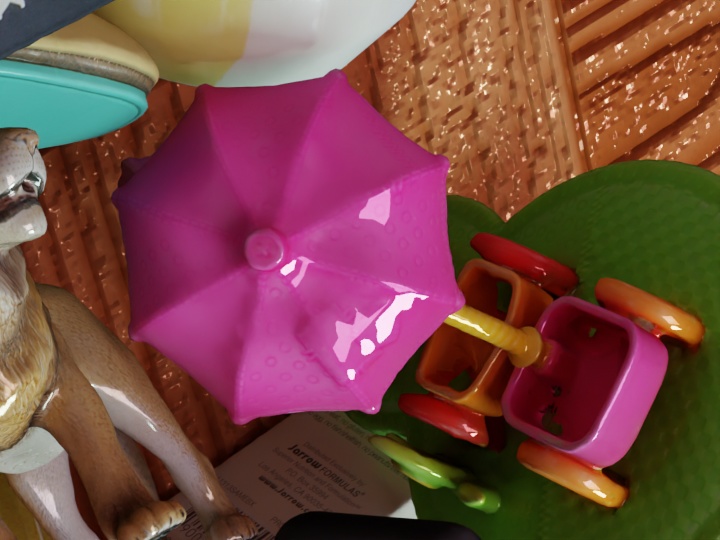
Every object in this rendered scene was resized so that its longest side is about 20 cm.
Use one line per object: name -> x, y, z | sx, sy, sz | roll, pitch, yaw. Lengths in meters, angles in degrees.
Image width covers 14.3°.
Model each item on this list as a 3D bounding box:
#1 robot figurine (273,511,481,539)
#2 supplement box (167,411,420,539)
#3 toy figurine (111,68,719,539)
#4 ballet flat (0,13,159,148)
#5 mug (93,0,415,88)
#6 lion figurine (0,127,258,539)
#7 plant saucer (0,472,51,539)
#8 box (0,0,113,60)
robot figurine -> 0.013, 0.170, 0.804 | 0.150, 0.125, 0.200 | -15, 105, -10
supplement box -> 0.026, 0.097, 0.983 | 0.200, 0.073, 0.126 | -34, 129, -23
toy figurine -> 0.000, 0.000, 0.831 | 0.184, 0.200, 0.150 | 27, 88, -43
ballet flat -> -0.138, -0.060, 0.704 | 0.200, 0.069, 0.063 | -7, 76, -40
mug -> -0.050, -0.137, 0.785 | 0.186, 0.150, 0.153 | 6, 121, -2
lion figurine -> -0.090, 0.028, 0.737 | 0.072, 0.123, 0.200 | -32, 169, -6
plant saucer -> -0.144, 0.096, 0.768 | 0.200, 0.200, 0.048 | -2, 155, -40
box -> -0.133, -0.112, 0.593 | 0.200, 0.107, 0.149 | -34, 124, -38
